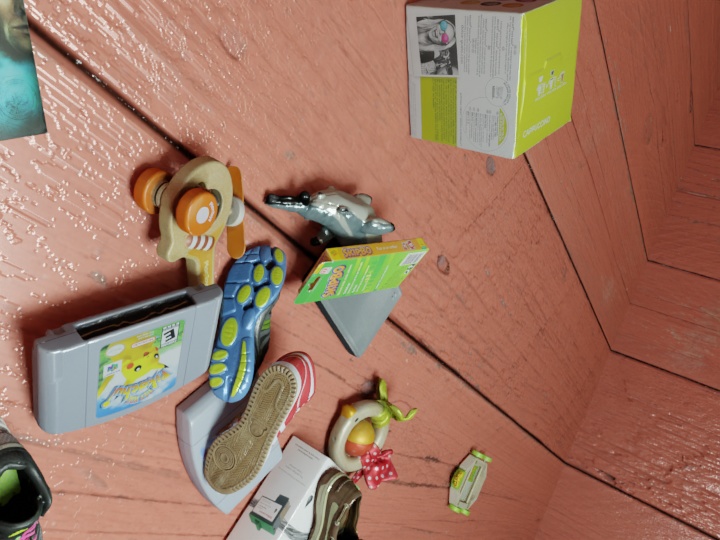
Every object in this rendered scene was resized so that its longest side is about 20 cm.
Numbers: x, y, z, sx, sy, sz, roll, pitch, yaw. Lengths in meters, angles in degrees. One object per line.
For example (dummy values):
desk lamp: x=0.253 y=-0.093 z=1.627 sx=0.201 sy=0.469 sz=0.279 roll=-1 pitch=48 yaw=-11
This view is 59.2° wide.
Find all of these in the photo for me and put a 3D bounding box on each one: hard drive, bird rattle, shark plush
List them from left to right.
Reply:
shark plush: x=-0.037 y=-0.060 z=0.854 sx=0.198 sy=0.091 sz=0.084 roll=9 pitch=121 yaw=-49
hard drive: x=-0.008 y=0.026 z=0.990 sx=0.141 sy=0.032 sz=0.201 roll=-54 pitch=142 yaw=-22
bird rattle: x=0.005 y=0.291 z=1.112 sx=0.161 sy=0.112 sz=0.203 roll=9 pitch=112 yaw=-43

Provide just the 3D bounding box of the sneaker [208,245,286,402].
sneaker: x=-0.144 y=0.064 z=0.799 sx=0.083 sy=0.069 sz=0.204 roll=119 pitch=-15 yaw=-77

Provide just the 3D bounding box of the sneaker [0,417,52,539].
sneaker: x=-0.336 y=0.236 z=0.599 sx=0.073 sy=0.086 sz=0.204 roll=-23 pitch=124 yaw=-46

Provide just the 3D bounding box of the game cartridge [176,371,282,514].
game cartridge: x=-0.177 y=0.232 z=0.859 sx=0.133 sy=0.041 sz=0.203 roll=-43 pitch=137 yaw=-39

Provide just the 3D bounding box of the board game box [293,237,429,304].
board game box: x=0.000 y=0.000 z=0.885 sx=0.197 sy=0.030 sz=0.096 roll=-11 pitch=150 yaw=-41

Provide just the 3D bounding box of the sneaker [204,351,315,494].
sneaker: x=-0.123 y=0.192 z=0.821 sx=0.202 sy=0.071 sz=0.112 roll=-56 pitch=174 yaw=15

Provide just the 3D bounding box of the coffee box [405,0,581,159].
coffee box: x=0.205 y=-0.313 z=0.974 sx=0.199 sy=0.195 sz=0.204 roll=-34 pitch=131 yaw=-39

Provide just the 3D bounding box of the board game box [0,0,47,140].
board game box: x=-0.340 y=-0.153 z=0.458 sx=0.198 sy=0.028 sz=0.138 roll=-27 pitch=127 yaw=-45

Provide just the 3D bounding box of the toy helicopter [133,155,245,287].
toy helicopter: x=-0.176 y=-0.034 z=0.719 sx=0.132 sy=0.078 sz=0.203 roll=-40 pitch=146 yaw=-48

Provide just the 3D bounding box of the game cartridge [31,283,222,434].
game cartridge: x=-0.240 y=0.094 z=0.670 sx=0.198 sy=0.040 sz=0.135 roll=-20 pitch=144 yaw=-42

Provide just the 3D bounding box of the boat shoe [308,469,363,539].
boat shoe: x=-0.034 y=0.407 z=0.952 sx=0.074 sy=0.074 sz=0.207 roll=-20 pitch=121 yaw=-48

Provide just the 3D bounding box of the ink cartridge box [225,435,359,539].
ink cartridge box: x=-0.105 y=0.387 z=0.986 sx=0.202 sy=0.083 sz=0.147 roll=-56 pitch=142 yaw=-20

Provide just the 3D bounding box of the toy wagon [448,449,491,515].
toy wagon: x=0.268 y=0.531 z=1.600 sx=0.200 sy=0.039 sz=0.158 roll=39 pitch=74 yaw=-53
